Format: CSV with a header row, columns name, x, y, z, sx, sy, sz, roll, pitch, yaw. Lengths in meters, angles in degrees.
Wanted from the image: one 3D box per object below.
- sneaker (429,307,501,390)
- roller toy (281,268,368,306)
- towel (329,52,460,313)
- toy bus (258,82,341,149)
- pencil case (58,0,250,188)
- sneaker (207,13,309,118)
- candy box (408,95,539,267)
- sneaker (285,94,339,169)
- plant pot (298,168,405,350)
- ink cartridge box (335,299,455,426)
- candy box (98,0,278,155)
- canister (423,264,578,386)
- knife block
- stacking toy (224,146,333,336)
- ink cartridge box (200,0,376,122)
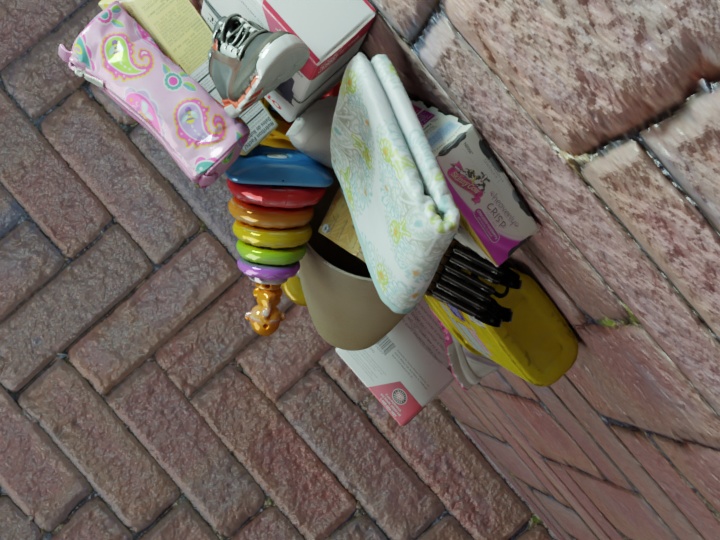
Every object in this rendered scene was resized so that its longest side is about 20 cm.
name,x,y,z,sx,sy,sz,roll,pitch,yaw
sneaker,0.141,0.051,1.771,0.081,0.087,0.202,-8,-102,-82
roller toy,-0.027,-0.063,1.748,0.140,0.180,0.203,176,84,-85
towel,0.025,-0.081,1.252,0.172,0.048,0.202,109,142,-62
toy bus,-0.087,-0.206,1.579,0.191,0.137,0.199,13,176,40
pencil case,-0.202,-0.172,1.320,0.200,0.088,0.087,43,175,-2
sneaker,-0.109,-0.195,1.218,0.082,0.077,0.200,55,163,-7
candy box,0.080,-0.097,1.327,0.137,0.061,0.200,53,173,-27
sneaker,0.000,-0.127,1.429,0.199,0.076,0.081,10,-133,-53
plant pot,0.000,0.000,1.581,0.187,0.186,0.201,46,147,24
ink cartridge box,0.085,0.096,1.854,0.146,0.200,0.085,48,180,5
candy box,-0.181,-0.217,1.402,0.201,0.055,0.115,53,164,-24
canister,0.159,0.049,1.564,0.149,0.086,0.200,51,173,-20
knife block,0.074,-0.012,1.410,0.175,0.064,0.199,23,-173,-44
stacking toy,-0.096,-0.026,1.440,0.110,0.115,0.203,-125,37,-70
ink cartridge box,-0.076,-0.245,1.299,0.145,0.084,0.200,47,166,0
